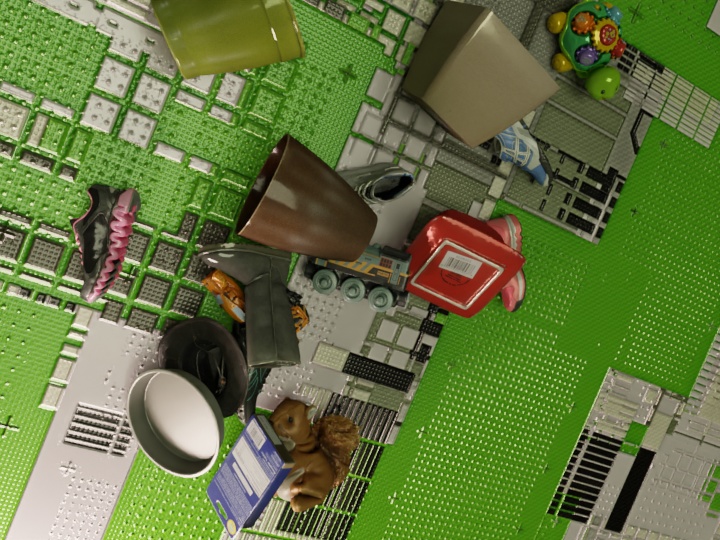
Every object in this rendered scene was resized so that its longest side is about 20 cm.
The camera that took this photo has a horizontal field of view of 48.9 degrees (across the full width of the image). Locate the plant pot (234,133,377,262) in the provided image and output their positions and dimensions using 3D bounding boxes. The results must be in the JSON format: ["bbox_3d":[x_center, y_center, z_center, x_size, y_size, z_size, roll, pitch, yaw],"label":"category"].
[{"bbox_3d":[-0.079,-0.099,1.329,0.200,0.187,0.187,26,91,-17],"label":"plant pot"}]

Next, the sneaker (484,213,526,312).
[{"bbox_3d":[0.277,-0.012,1.591,0.087,0.074,0.200,-8,102,-7],"label":"sneaker"}]

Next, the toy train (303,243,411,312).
[{"bbox_3d":[0.000,0.000,1.431,0.200,0.085,0.114,17,99,6],"label":"toy train"}]

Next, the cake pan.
[{"bbox_3d":[-0.311,0.254,1.347,0.037,0.200,0.200,-31,120,-57],"label":"cake pan"}]

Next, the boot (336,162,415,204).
[{"bbox_3d":[-0.002,-0.146,1.416,0.200,0.096,0.074,-22,110,-17],"label":"boot"}]

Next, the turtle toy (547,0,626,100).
[{"bbox_3d":[0.454,-0.431,1.537,0.146,0.101,0.200,-18,109,-18],"label":"turtle toy"}]

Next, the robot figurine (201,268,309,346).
[{"bbox_3d":[-0.173,0.058,1.382,0.200,0.058,0.145,48,57,-11],"label":"robot figurine"}]

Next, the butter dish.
[{"bbox_3d":[0.181,-0.038,1.499,0.200,0.148,0.199,25,132,-14],"label":"butter dish"}]

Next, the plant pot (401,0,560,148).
[{"bbox_3d":[0.192,-0.338,1.411,0.200,0.200,0.177,39,98,-25],"label":"plant pot"}]

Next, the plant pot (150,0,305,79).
[{"bbox_3d":[-0.213,-0.393,1.233,0.193,0.200,0.201,-23,110,-4],"label":"plant pot"}]

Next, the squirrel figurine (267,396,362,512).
[{"bbox_3d":[-0.100,0.326,1.485,0.200,0.141,0.187,-8,95,-35],"label":"squirrel figurine"}]

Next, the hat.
[{"bbox_3d":[-0.254,0.165,1.371,0.081,0.200,0.201,-17,113,-59],"label":"hat"}]

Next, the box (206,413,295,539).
[{"bbox_3d":[-0.201,0.370,1.421,0.032,0.121,0.200,11,120,-47],"label":"box"}]

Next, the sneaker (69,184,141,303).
[{"bbox_3d":[-0.428,-0.048,1.285,0.095,0.079,0.200,19,94,-3],"label":"sneaker"}]

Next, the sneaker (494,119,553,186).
[{"bbox_3d":[0.307,-0.238,1.548,0.077,0.076,0.200,-36,115,13],"label":"sneaker"}]

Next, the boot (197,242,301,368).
[{"bbox_3d":[-0.182,0.059,1.308,0.182,0.073,0.200,6,79,-28],"label":"boot"}]

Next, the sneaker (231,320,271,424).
[{"bbox_3d":[-0.189,0.181,1.427,0.079,0.075,0.200,-2,103,-25],"label":"sneaker"}]
